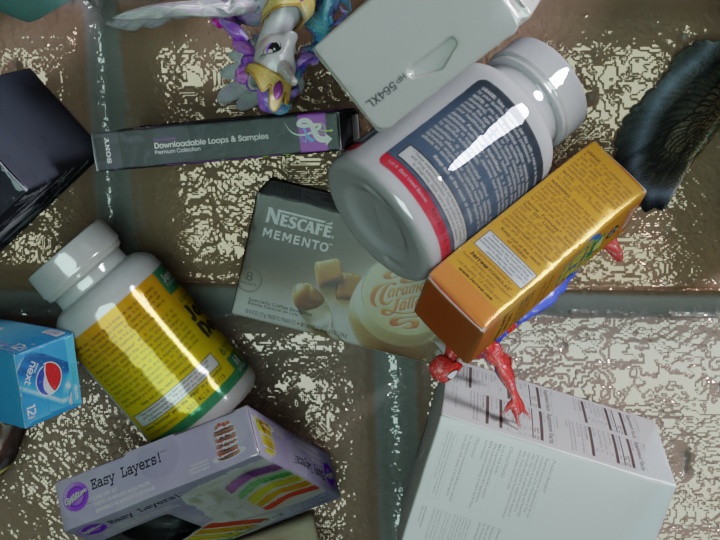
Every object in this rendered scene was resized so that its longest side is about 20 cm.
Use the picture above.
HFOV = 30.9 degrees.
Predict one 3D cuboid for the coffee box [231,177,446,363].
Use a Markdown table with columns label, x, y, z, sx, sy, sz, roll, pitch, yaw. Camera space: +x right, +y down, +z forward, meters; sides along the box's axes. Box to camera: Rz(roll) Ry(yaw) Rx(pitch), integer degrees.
| label | x | y | z | sx | sy | sz | roll | pitch | yaw |
| --- | --- | --- | --- | --- | --- | --- | --- | --- | --- |
| coffee box | 0.000 | 0.000 | 1.130 | 0.199 | 0.080 | 0.115 | 15 | 105 | 1 |

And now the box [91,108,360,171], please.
| label | x | y | z | sx | sy | sz | roll | pitch | yaw |
| --- | --- | --- | --- | --- | --- | --- | --- | --- | --- |
| box | -0.106 | -0.110 | 1.079 | 0.199 | 0.143 | 0.036 | -3 | 98 | 7 |

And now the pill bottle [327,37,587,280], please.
| label | x | y | z | sx | sy | sz | roll | pitch | yaw |
| --- | --- | --- | --- | --- | --- | --- | --- | --- | --- |
| pill bottle | 0.083 | -0.095 | 1.044 | 0.200 | 0.120 | 0.120 | -39 | 100 | -19 |

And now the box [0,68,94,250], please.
| label | x | y | z | sx | sy | sz | roll | pitch | yaw |
| --- | --- | --- | --- | --- | --- | --- | --- | --- | --- |
| box | -0.337 | -0.063 | 1.084 | 0.182 | 0.200 | 0.104 | -41 | 96 | 15 |

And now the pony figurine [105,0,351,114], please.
| label | x | y | z | sx | sy | sz | roll | pitch | yaw |
| --- | --- | --- | --- | --- | --- | --- | --- | --- | --- |
| pony figurine | -0.085 | -0.215 | 1.041 | 0.166 | 0.193 | 0.201 | 24 | 77 | -37 |

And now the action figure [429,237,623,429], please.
| label | x | y | z | sx | sy | sz | roll | pitch | yaw |
| --- | --- | --- | --- | --- | --- | --- | --- | --- | --- |
| action figure | 0.142 | 0.052 | 1.091 | 0.200 | 0.065 | 0.099 | -33 | 111 | -24 |

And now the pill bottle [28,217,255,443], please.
| label | x | y | z | sx | sy | sz | roll | pitch | yaw |
| --- | --- | --- | --- | --- | --- | --- | --- | --- | --- |
| pill bottle | -0.195 | 0.056 | 1.148 | 0.113 | 0.113 | 0.200 | -38 | 98 | 13 |

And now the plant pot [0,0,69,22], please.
| label | x | y | z | sx | sy | sz | roll | pitch | yaw |
| --- | --- | --- | --- | --- | --- | --- | --- | --- | --- |
| plant pot | -0.260 | -0.297 | 1.025 | 0.200 | 0.201 | 0.161 | -30 | 113 | 12 |

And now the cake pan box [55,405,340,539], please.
| label | x | y | z | sx | sy | sz | roll | pitch | yaw |
| --- | --- | --- | --- | --- | --- | --- | --- | --- | --- |
| cake pan box | -0.142 | 0.195 | 1.149 | 0.199 | 0.184 | 0.052 | -22 | 61 | 11 |

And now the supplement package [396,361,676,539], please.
| label | x | y | z | sx | sy | sz | roll | pitch | yaw |
| --- | --- | --- | --- | --- | --- | --- | --- | --- | --- |
| supplement package | 0.146 | 0.194 | 1.131 | 0.199 | 0.151 | 0.152 | 17 | 105 | 1 |

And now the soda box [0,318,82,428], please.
| label | x | y | z | sx | sy | sz | roll | pitch | yaw |
| --- | --- | --- | --- | --- | --- | --- | --- | --- | --- |
| soda box | -0.335 | 0.082 | 1.143 | 0.200 | 0.064 | 0.068 | 7 | 109 | 39 |

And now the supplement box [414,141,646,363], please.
| label | x | y | z | sx | sy | sz | roll | pitch | yaw |
| --- | --- | --- | --- | --- | --- | --- | --- | --- | --- |
| supplement box | 0.137 | -0.016 | 1.038 | 0.069 | 0.067 | 0.200 | 43 | 65 | 15 |

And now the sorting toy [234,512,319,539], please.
| label | x | y | z | sx | sy | sz | roll | pitch | yaw |
| --- | --- | --- | --- | --- | --- | --- | --- | --- | --- |
| sorting toy | -0.113 | 0.319 | 1.162 | 0.185 | 0.200 | 0.037 | -21 | 133 | 4 |

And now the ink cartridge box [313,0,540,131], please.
| label | x | y | z | sx | sy | sz | roll | pitch | yaw |
| --- | --- | --- | --- | --- | --- | --- | --- | --- | --- |
| ink cartridge box | 0.066 | -0.205 | 0.994 | 0.146 | 0.200 | 0.084 | -36 | 99 | 27 |

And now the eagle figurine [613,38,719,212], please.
| label | x | y | z | sx | sy | sz | roll | pitch | yaw |
| --- | --- | --- | --- | --- | --- | --- | --- | --- | --- |
| eagle figurine | 0.312 | -0.128 | 1.061 | 0.152 | 0.151 | 0.200 | 54 | 144 | 30 |

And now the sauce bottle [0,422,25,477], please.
| label | x | y | z | sx | sy | sz | roll | pitch | yaw |
| --- | --- | --- | --- | --- | --- | --- | --- | --- | --- |
| sauce bottle | -0.359 | 0.173 | 1.219 | 0.066 | 0.066 | 0.200 | 40 | 106 | -6 |
